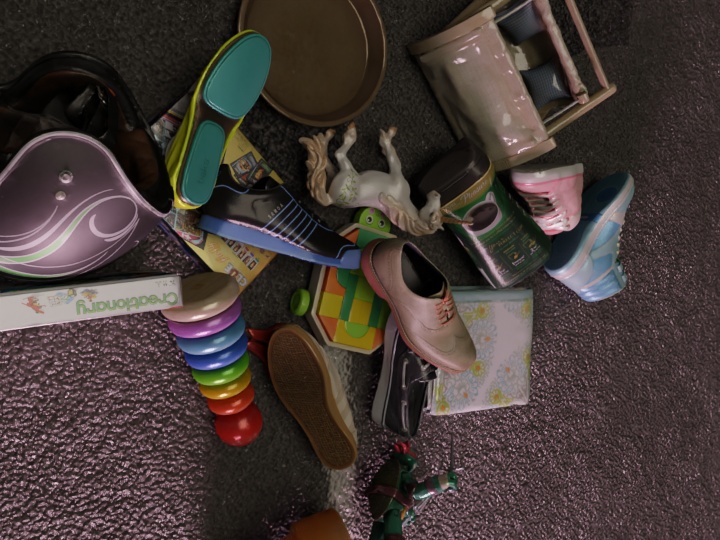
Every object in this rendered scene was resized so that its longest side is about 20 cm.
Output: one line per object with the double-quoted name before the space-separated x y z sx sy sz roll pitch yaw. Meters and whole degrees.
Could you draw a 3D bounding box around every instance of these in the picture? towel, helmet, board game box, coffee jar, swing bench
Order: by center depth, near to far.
"helmet" -0.288 -0.084 0.657 0.190 0.200 0.201 -21 106 4
"board game box" -0.286 0.027 0.701 0.199 0.126 0.035 -7 96 -30
"board game box" -0.164 -0.087 0.821 0.136 0.035 0.200 -49 115 -20
"swing bench" 0.202 -0.266 0.978 0.200 0.130 0.199 -42 113 -22
"coffee jar" 0.162 -0.076 0.981 0.104 0.085 0.200 -36 116 13
"towel" 0.160 0.108 1.024 0.199 0.048 0.172 0 96 -31

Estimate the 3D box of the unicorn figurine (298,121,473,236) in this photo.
"unicorn figurine" 0.024 -0.108 0.903 0.199 0.074 0.138 -4 79 -11

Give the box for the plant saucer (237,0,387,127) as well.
"plant saucer" -0.057 -0.271 0.878 0.199 0.029 0.201 -2 94 -32

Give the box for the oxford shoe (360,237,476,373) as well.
"oxford shoe" 0.080 0.046 0.852 0.200 0.075 0.070 49 64 -19

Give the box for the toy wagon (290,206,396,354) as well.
"toy wagon" 0.000 0.000 0.923 0.155 0.040 0.201 16 85 -31

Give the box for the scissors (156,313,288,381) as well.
"scissors" -0.138 0.070 0.861 0.200 0.014 0.073 35 78 -27

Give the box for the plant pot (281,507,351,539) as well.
"plant pot" -0.085 0.395 0.820 0.183 0.200 0.201 -16 101 -14

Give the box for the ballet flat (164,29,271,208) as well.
"ballet flat" -0.159 -0.159 0.760 0.067 0.067 0.201 30 78 -45

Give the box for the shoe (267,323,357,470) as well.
"shoe" -0.056 0.147 0.886 0.070 0.053 0.201 -16 110 14

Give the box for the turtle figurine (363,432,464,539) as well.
"turtle figurine" 0.053 0.298 0.932 0.100 0.150 0.200 23 59 1

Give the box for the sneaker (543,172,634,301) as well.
"sneaker" 0.375 -0.042 1.128 0.131 0.079 0.200 41 82 -24

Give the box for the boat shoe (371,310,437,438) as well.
"boat shoe" 0.067 0.116 0.924 0.072 0.068 0.201 -6 112 -52

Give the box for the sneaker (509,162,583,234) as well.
"sneaker" 0.265 -0.098 1.031 0.200 0.075 0.105 -14 108 -57

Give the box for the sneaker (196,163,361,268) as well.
"sneaker" -0.078 -0.056 0.814 0.199 0.070 0.078 16 90 -31

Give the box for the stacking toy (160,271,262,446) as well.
"stacking toy" -0.152 0.106 0.812 0.085 0.085 0.201 -27 119 -27
